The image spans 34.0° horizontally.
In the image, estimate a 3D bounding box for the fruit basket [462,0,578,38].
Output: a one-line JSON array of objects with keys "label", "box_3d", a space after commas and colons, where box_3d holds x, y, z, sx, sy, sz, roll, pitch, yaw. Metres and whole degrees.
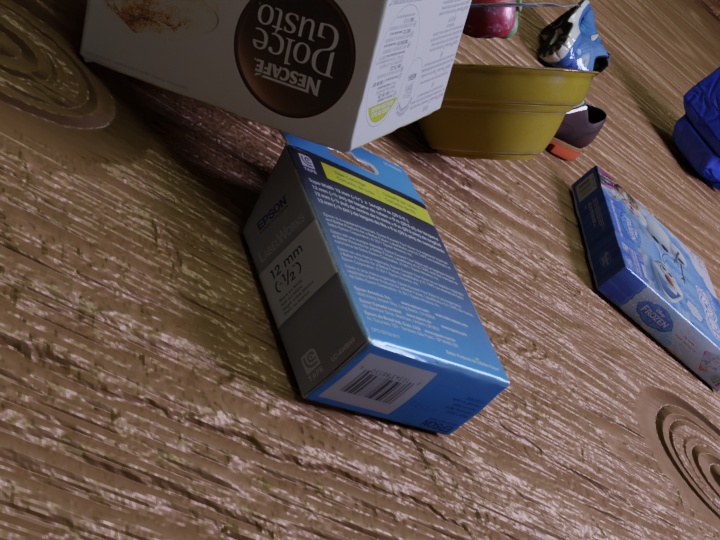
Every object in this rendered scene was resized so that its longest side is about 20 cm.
[{"label": "fruit basket", "box_3d": [0.086, -0.237, 1.101, 0.198, 0.095, 0.185, 9, 15, 22]}]

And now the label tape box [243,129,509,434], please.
[{"label": "label tape box", "box_3d": [0.000, 0.000, 0.779, 0.142, 0.066, 0.201, 20, 35, -45]}]

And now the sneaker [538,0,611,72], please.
[{"label": "sneaker", "box_3d": [0.306, -0.316, 1.674, 0.089, 0.078, 0.201, 49, 34, -15]}]

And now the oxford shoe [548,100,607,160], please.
[{"label": "oxford shoe", "box_3d": [0.209, -0.185, 1.336, 0.199, 0.072, 0.072, 10, 45, -51]}]

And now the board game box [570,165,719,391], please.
[{"label": "board game box", "box_3d": [0.322, 0.005, 1.286, 0.198, 0.043, 0.201, 38, 28, -23]}]

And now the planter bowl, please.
[{"label": "planter bowl", "box_3d": [0.117, -0.145, 1.082, 0.200, 0.198, 0.085, -15, 110, -61]}]

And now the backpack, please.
[{"label": "backpack", "box_3d": [0.597, -0.215, 1.865, 0.199, 0.167, 0.164, 18, 41, -52]}]

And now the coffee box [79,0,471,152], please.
[{"label": "coffee box", "box_3d": [-0.038, -0.214, 0.784, 0.198, 0.200, 0.200, 21, 22, 14]}]
